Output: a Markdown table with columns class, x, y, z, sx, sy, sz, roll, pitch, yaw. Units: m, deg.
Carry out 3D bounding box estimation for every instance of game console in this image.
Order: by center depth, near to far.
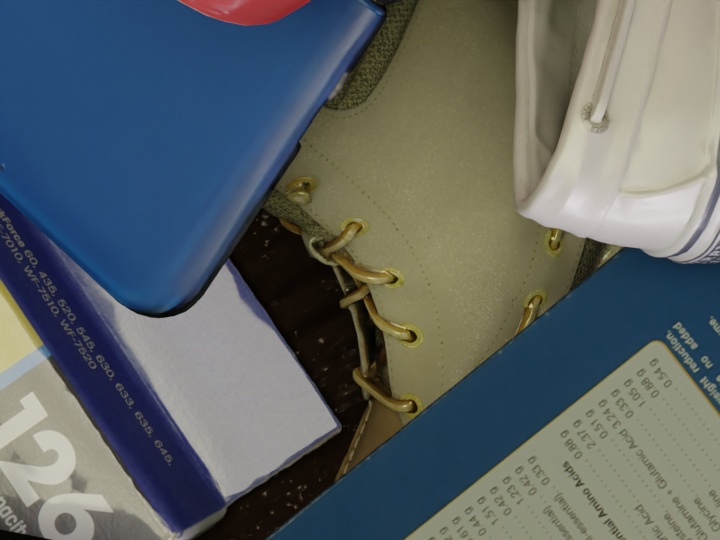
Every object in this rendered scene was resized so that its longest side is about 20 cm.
| class | x | y | z | sx | sy | sz | roll | pitch | yaw |
| --- | --- | --- | --- | --- | --- | --- | --- | --- | --- |
| game console | -0.048 | -0.113 | 0.803 | 0.200 | 0.171 | 0.118 | 42 | 138 | 23 |

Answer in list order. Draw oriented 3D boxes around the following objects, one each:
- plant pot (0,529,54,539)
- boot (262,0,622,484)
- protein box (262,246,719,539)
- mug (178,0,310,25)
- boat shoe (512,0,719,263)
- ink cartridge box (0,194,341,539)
| class | x | y | z | sx | sy | sz | roll | pitch | yaw |
| --- | --- | --- | --- | --- | --- | --- | --- | --- | --- |
| plant pot | -0.197 | 0.179 | 0.827 | 0.200 | 0.177 | 0.200 | 9 | 104 | 20 |
| boot | 0.000 | 0.000 | 0.847 | 0.155 | 0.072 | 0.200 | 29 | 89 | -34 |
| protein box | 0.085 | 0.125 | 0.750 | 0.200 | 0.135 | 0.199 | -39 | 67 | 6 |
| mug | 0.022 | -0.137 | 0.617 | 0.200 | 0.178 | 0.133 | -32 | 119 | 26 |
| boat shoe | 0.064 | -0.101 | 0.707 | 0.065 | 0.074 | 0.200 | 8 | 65 | -20 |
| ink cartridge box | -0.143 | 0.027 | 0.921 | 0.200 | 0.047 | 0.198 | -36 | 85 | 9 |
